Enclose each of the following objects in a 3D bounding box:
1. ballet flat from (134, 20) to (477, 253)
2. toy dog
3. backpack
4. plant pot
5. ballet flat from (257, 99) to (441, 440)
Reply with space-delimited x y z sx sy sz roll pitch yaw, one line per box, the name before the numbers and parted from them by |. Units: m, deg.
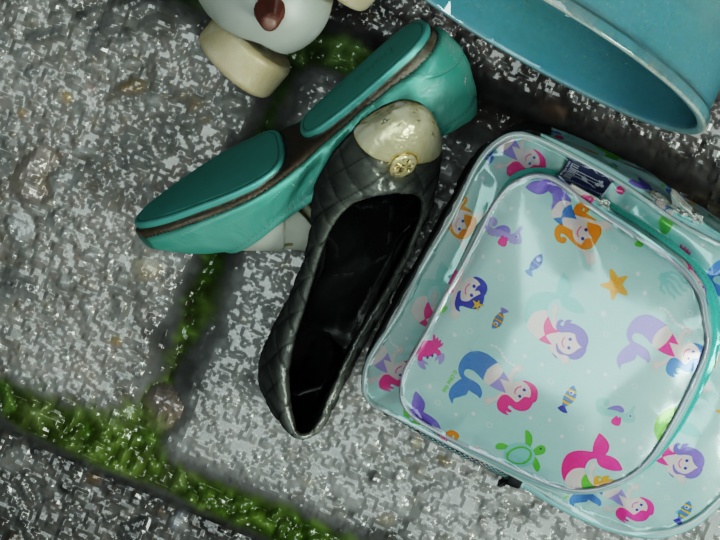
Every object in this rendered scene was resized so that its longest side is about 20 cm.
ballet flat | -0.022 -0.050 1.543 0.200 0.067 0.070 -33 112 14
toy dog | -0.085 -0.173 1.516 0.199 0.096 0.132 24 101 4
backpack | 0.120 0.036 1.496 0.200 0.151 0.178 29 100 -1
plant pot | 0.126 -0.197 1.443 0.200 0.200 0.188 30 86 3
ballet flat | 0.000 0.000 1.520 0.066 0.057 0.200 5 125 -23
